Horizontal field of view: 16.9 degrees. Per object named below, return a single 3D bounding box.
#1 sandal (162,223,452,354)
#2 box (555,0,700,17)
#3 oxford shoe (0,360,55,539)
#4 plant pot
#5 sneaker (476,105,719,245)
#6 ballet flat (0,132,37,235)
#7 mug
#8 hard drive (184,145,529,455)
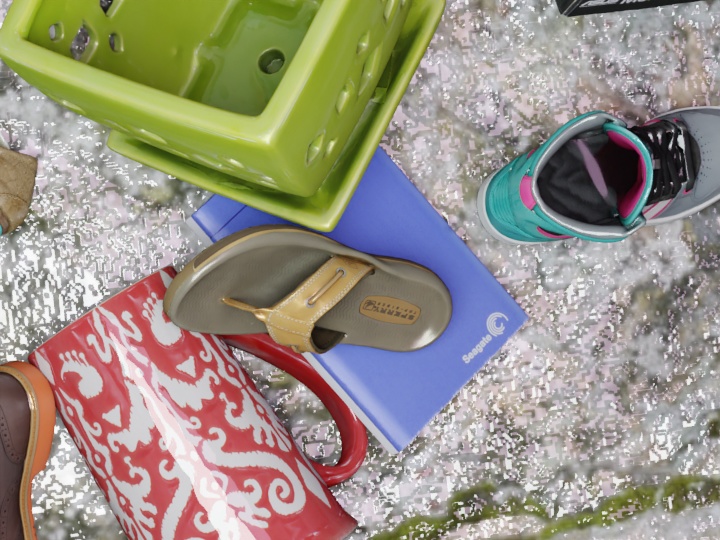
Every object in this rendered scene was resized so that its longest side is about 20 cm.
[{"bbox_3d":[-0.023,0.023,1.473,0.199,0.054,0.081,11,122,-31],"label":"sandal"},{"bbox_3d":[0.189,-0.265,1.557,0.199,0.048,0.194,-9,74,-27],"label":"box"},{"bbox_3d":[-0.240,0.155,1.480,0.071,0.072,0.202,15,106,32],"label":"oxford shoe"},{"bbox_3d":[-0.070,-0.148,1.462,0.198,0.182,0.201,20,75,23],"label":"plant pot"},{"bbox_3d":[0.181,-0.067,1.560,0.199,0.121,0.084,-17,91,-11],"label":"sneaker"},{"bbox_3d":[-0.285,-0.101,1.514,0.199,0.068,0.073,34,62,-7],"label":"ballet flat"},{"bbox_3d":[-0.102,0.104,1.521,0.133,0.177,0.201,-34,89,27],"label":"mug"},{"bbox_3d":[0.000,0.000,1.559,0.200,0.025,0.132,48,66,-5],"label":"hard drive"}]
